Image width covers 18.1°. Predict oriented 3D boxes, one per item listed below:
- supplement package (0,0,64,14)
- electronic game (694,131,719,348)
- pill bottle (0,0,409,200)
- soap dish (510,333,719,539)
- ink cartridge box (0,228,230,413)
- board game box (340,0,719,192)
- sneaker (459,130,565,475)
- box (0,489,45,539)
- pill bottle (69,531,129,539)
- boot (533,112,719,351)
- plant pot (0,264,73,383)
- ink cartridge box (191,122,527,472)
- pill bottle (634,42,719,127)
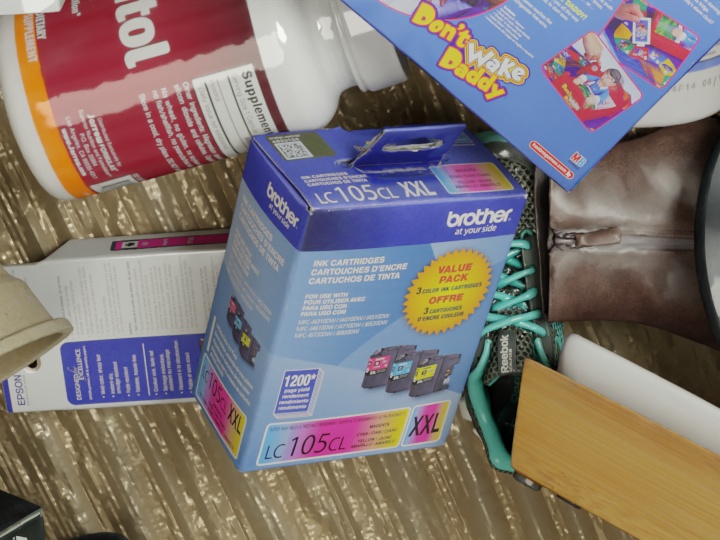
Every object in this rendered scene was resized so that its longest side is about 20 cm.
[{"bbox_3d":[-0.189,-0.202,1.096,0.109,0.200,0.115,-3,114,3],"label":"supplement package"},{"bbox_3d":[0.259,-0.012,1.203,0.199,0.042,0.202,3,84,-30],"label":"electronic game"},{"bbox_3d":[-0.081,-0.114,1.181,0.199,0.113,0.114,-15,113,7],"label":"pill bottle"},{"bbox_3d":[0.164,0.109,1.202,0.157,0.200,0.082,28,88,17],"label":"soap dish"},{"bbox_3d":[-0.108,0.028,1.285,0.198,0.037,0.095,-5,114,1],"label":"ink cartridge box"},{"bbox_3d":[0.071,-0.151,1.073,0.200,0.045,0.134,39,111,-15],"label":"board game box"},{"bbox_3d":[0.086,0.023,1.248,0.077,0.091,0.201,-6,113,3],"label":"sneaker"},{"bbox_3d":[-0.252,0.203,1.303,0.192,0.047,0.201,14,118,34],"label":"box"},{"bbox_3d":[-0.135,0.261,1.346,0.111,0.112,0.201,-19,112,9],"label":"pill bottle"},{"bbox_3d":[0.177,0.016,1.238,0.165,0.072,0.202,-8,99,-13],"label":"boot"},{"bbox_3d":[-0.283,0.000,1.194,0.200,0.200,0.184,-30,87,13],"label":"plant pot"},{"bbox_3d":[0.000,0.000,1.188,0.136,0.076,0.201,-6,126,-31],"label":"ink cartridge box"},{"bbox_3d":[0.140,-0.183,1.146,0.111,0.112,0.201,1,114,1],"label":"pill bottle"}]
